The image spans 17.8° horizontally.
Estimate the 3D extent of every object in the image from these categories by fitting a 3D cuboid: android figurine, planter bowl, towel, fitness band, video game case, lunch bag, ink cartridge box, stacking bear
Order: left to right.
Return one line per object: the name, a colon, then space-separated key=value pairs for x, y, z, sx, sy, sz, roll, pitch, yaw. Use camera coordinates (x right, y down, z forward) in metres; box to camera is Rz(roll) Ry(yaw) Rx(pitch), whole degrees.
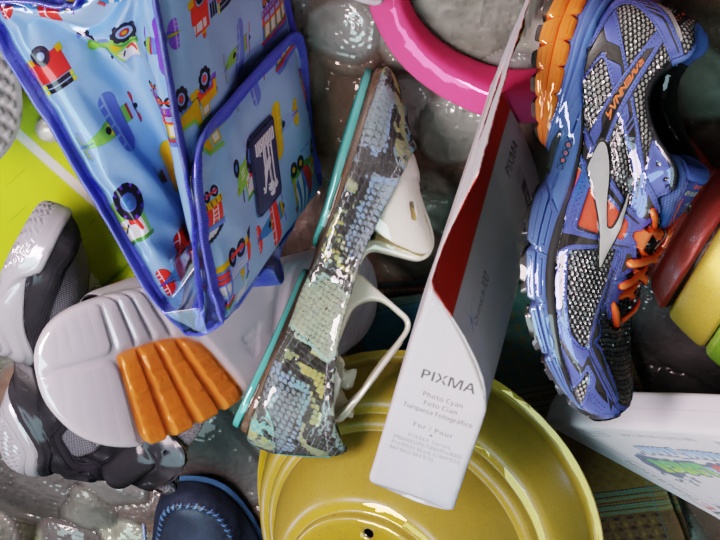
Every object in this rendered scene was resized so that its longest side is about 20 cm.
android figurine: x=-0.171 y=-0.045 z=1.238 sx=0.182 sy=0.041 sz=0.200 roll=44 pitch=128 yaw=-15
lunch bag: x=-0.082 y=-0.076 z=1.102 sx=0.094 sy=0.151 sz=0.201 roll=-8 pitch=118 yaw=23
planter bowl: x=0.019 y=0.148 z=1.182 sx=0.199 sy=0.083 sz=0.201 roll=10 pitch=116 yaw=22
ink cartridge box: x=0.061 y=-0.013 z=1.071 sx=0.047 sy=0.160 sz=0.201 roll=19 pitch=132 yaw=1
fitness band: x=0.074 y=-0.157 z=1.076 sx=0.143 sy=0.037 sz=0.201 roll=19 pitch=130 yaw=3
towel: x=0.089 y=0.082 z=1.259 sx=0.146 sy=0.022 sz=0.201 roll=-8 pitch=124 yaw=24
stacking bear: x=0.186 y=-0.002 z=1.110 sx=0.199 sy=0.114 sz=0.121 roll=32 pitch=171 yaw=6
video game case: x=0.209 y=0.110 z=1.147 sx=0.181 sy=0.024 sz=0.200 roll=29 pitch=168 yaw=-17

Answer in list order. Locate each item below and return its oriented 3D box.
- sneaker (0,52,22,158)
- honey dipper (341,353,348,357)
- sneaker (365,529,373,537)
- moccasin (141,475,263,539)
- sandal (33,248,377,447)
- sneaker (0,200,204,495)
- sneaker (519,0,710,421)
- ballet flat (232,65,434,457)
sneaker: x=-0.208 y=-0.147 z=1.116 sx=0.079 sy=0.078 sz=0.201 roll=34 pitch=130 yaw=32
honey dipper: x=-0.057 y=0.008 z=1.220 sx=0.038 sy=0.038 sz=0.200 roll=-17 pitch=128 yaw=28
sneaker: x=0.050 y=0.127 z=1.254 sx=0.070 sy=0.078 sz=0.201 roll=-27 pitch=99 yaw=34
moccasin: x=-0.088 y=0.216 z=1.384 sx=0.080 sy=0.068 sz=0.201 roll=3 pitch=126 yaw=16
sandal: x=-0.084 y=0.034 z=1.175 sx=0.059 sy=0.206 sz=0.080 roll=12 pitch=111 yaw=50
sneaker: x=-0.133 y=0.047 z=1.225 sx=0.113 sy=0.076 sz=0.201 roll=16 pitch=138 yaw=7
sneaker: x=0.118 y=-0.030 z=1.043 sx=0.078 sy=0.075 sz=0.201 roll=3 pitch=97 yaw=20
ballet flat: x=0.000 y=0.000 z=1.149 sx=0.074 sy=0.074 sz=0.201 roll=20 pitch=91 yaw=2
